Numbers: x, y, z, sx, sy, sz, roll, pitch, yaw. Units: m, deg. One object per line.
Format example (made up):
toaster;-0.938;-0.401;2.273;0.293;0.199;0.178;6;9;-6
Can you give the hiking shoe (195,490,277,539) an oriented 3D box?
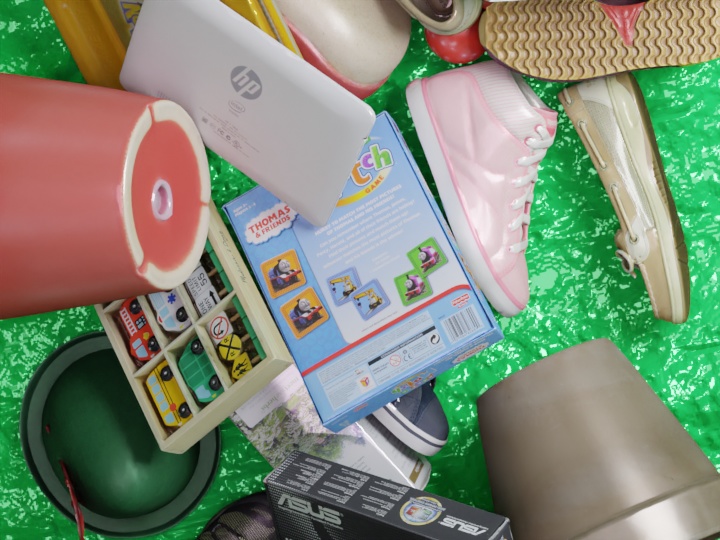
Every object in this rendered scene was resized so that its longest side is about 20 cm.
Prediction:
hiking shoe;-0.127;0.256;1.679;0.200;0.101;0.076;-41;92;9

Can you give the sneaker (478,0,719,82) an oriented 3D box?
sneaker;0.191;-0.181;1.596;0.199;0.090;0.075;1;95;6

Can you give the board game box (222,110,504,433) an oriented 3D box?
board game box;0.000;0.000;1.596;0.151;0.037;0.201;-29;68;9

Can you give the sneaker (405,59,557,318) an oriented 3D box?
sneaker;0.116;-0.070;1.625;0.104;0.075;0.201;-20;91;13

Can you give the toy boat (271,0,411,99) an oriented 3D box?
toy boat;-0.060;-0.207;1.618;0.200;0.131;0.131;44;129;0

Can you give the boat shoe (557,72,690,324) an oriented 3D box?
boat shoe;0.209;-0.053;1.623;0.063;0.073;0.202;-15;93;14

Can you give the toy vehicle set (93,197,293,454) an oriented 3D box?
toy vehicle set;-0.142;0.026;1.628;0.124;0.026;0.201;-40;60;20

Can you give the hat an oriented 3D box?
hat;-0.199;0.156;1.635;0.165;0.176;0.201;-31;93;9

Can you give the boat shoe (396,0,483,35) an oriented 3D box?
boat shoe;0.018;-0.263;1.565;0.072;0.065;0.201;-35;87;17

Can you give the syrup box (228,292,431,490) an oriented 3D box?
syrup box;-0.039;0.117;1.662;0.079;0.081;0.200;-41;93;14

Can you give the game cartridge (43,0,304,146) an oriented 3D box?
game cartridge;-0.142;-0.175;1.590;0.199;0.032;0.177;-10;116;38

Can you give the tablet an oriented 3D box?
tablet;-0.088;-0.128;1.558;0.200;0.014;0.130;35;136;8

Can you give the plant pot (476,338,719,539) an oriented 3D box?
plant pot;0.174;0.154;1.604;0.199;0.200;0.174;-27;78;8

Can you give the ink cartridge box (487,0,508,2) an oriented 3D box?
ink cartridge box;0.173;-0.276;1.509;0.199;0.086;0.149;-4;104;-13

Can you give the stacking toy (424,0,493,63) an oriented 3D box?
stacking toy;0.113;-0.250;1.609;0.085;0.085;0.201;33;106;1

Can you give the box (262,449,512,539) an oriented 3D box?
box;0.029;0.233;1.576;0.199;0.044;0.161;15;131;33

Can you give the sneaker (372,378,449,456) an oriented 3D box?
sneaker;0.016;0.051;1.650;0.079;0.078;0.200;-40;90;15

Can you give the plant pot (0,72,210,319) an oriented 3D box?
plant pot;-0.221;-0.056;1.578;0.176;0.200;0.202;1;98;23
